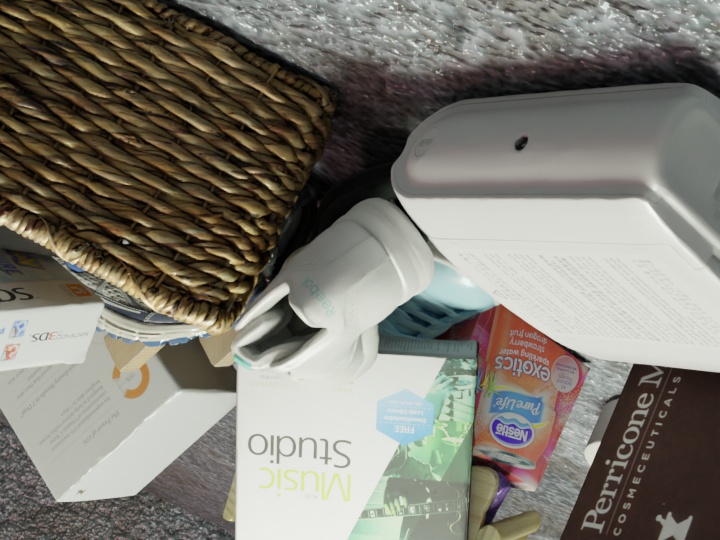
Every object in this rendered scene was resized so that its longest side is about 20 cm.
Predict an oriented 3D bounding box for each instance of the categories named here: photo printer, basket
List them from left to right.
[{"bbox_3d":[-0.135,-0.058,0.886,0.200,0.149,0.143,27,164,-4],"label":"basket"},{"bbox_3d":[0.119,-0.016,0.763,0.166,0.070,0.200,38,161,-29],"label":"photo printer"}]

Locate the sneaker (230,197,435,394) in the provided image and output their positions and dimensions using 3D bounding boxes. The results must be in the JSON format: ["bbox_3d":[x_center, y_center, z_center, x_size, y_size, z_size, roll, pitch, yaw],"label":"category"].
[{"bbox_3d":[-0.033,0.029,0.858,0.075,0.088,0.200,49,155,8],"label":"sneaker"}]

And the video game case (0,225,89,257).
[{"bbox_3d":[-0.254,-0.070,0.899,0.200,0.023,0.182,10,-155,-37],"label":"video game case"}]

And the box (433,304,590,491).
[{"bbox_3d":[0.044,0.078,1.124,0.103,0.095,0.200,36,161,-29],"label":"box"}]

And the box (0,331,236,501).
[{"bbox_3d":[-0.193,0.044,1.147,0.200,0.124,0.097,55,-162,19],"label":"box"}]

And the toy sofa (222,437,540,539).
[{"bbox_3d":[0.016,0.150,1.103,0.200,0.098,0.083,17,-175,25],"label":"toy sofa"}]

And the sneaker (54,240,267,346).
[{"bbox_3d":[-0.145,-0.015,0.972,0.200,0.077,0.085,13,118,25],"label":"sneaker"}]

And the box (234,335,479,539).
[{"bbox_3d":[-0.004,0.136,0.999,0.144,0.200,0.036,3,-161,6],"label":"box"}]

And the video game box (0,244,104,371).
[{"bbox_3d":[-0.262,-0.014,0.847,0.200,0.047,0.182,36,-160,28],"label":"video game box"}]

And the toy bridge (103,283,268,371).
[{"bbox_3d":[-0.076,0.034,1.061,0.200,0.067,0.027,0,-125,-54],"label":"toy bridge"}]

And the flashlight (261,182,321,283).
[{"bbox_3d":[-0.123,-0.062,1.017,0.200,0.068,0.068,28,156,15],"label":"flashlight"}]

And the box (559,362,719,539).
[{"bbox_3d":[0.241,0.111,0.796,0.164,0.166,0.200,35,161,-30],"label":"box"}]

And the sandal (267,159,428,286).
[{"bbox_3d":[0.001,0.000,0.939,0.075,0.048,0.200,1,153,-23],"label":"sandal"}]

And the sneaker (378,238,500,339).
[{"bbox_3d":[0.029,0.028,1.018,0.074,0.082,0.200,29,164,-14],"label":"sneaker"}]

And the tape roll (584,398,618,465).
[{"bbox_3d":[0.253,0.149,1.128,0.202,0.037,0.203,24,163,8],"label":"tape roll"}]

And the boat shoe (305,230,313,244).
[{"bbox_3d":[-0.075,0.008,1.123,0.072,0.076,0.200,27,164,-3],"label":"boat shoe"}]
